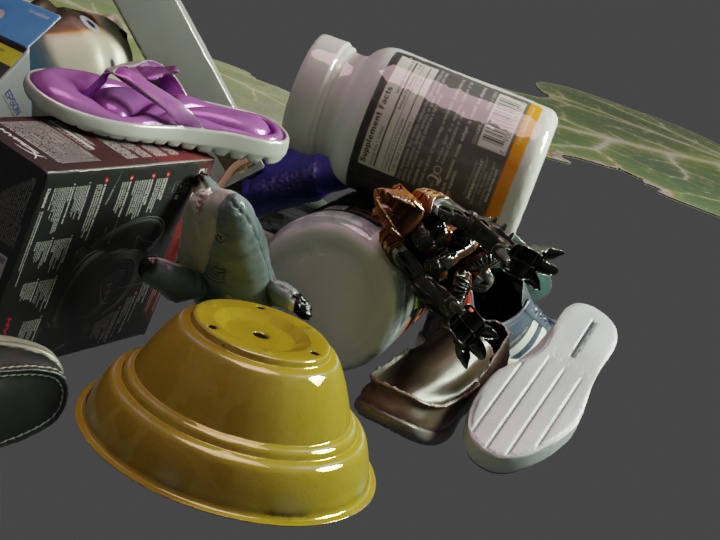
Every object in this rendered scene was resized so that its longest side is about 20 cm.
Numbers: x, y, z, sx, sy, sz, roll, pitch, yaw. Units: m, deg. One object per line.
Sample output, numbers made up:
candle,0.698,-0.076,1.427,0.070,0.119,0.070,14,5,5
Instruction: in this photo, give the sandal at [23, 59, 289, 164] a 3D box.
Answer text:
sandal,-0.136,-0.120,0.930,0.202,0.050,0.082,8,25,-39

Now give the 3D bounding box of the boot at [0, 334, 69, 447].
boot,-0.207,0.101,0.647,0.203,0.074,0.154,-7,31,-42

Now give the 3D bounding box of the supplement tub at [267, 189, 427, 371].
supplement tub,0.000,0.000,1.095,0.122,0.123,0.200,22,18,12

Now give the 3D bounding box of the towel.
towel,-0.002,-0.101,1.204,0.199,0.050,0.148,-14,25,11

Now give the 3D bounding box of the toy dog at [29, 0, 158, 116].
toy dog,-0.270,-0.160,1.167,0.193,0.140,0.200,-16,-8,-34

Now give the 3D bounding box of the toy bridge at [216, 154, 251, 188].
toy bridge,-0.158,-0.064,1.054,0.199,0.027,0.067,-22,76,-46

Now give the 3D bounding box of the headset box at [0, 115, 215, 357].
headset box,-0.193,-0.024,0.912,0.077,0.149,0.200,32,21,19

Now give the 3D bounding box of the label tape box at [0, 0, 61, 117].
label tape box,-0.340,-0.137,1.066,0.143,0.066,0.200,25,62,23

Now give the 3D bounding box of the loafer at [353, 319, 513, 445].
loafer,0.058,0.073,1.013,0.073,0.071,0.200,24,18,19

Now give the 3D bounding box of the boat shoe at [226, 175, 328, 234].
boat shoe,-0.111,-0.057,1.274,0.201,0.065,0.075,10,27,-32

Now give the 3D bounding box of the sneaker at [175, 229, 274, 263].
sneaker,-0.153,-0.032,1.111,0.199,0.074,0.118,24,12,12

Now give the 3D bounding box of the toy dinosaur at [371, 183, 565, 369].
toy dinosaur,0.054,-0.012,0.967,0.136,0.103,0.199,43,25,30

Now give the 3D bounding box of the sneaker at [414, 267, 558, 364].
sneaker,0.137,0.042,1.173,0.199,0.085,0.075,0,24,-47

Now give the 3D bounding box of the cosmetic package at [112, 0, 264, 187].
cosmetic package,-0.153,-0.174,1.168,0.050,0.201,0.083,-27,22,2

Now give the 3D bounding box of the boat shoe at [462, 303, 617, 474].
boat shoe,0.135,0.101,1.016,0.072,0.071,0.200,37,42,15

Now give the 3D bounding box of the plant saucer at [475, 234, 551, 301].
plant saucer,0.080,-0.015,1.251,0.199,0.036,0.200,29,-16,9

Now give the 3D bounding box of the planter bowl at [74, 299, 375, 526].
planter bowl,-0.073,0.073,0.855,0.199,0.084,0.201,16,17,-5

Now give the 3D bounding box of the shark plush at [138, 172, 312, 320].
shark plush,-0.072,0.025,0.919,0.083,0.201,0.091,1,37,34

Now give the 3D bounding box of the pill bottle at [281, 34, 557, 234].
pill bottle,0.046,-0.106,1.064,0.199,0.117,0.116,22,17,7
